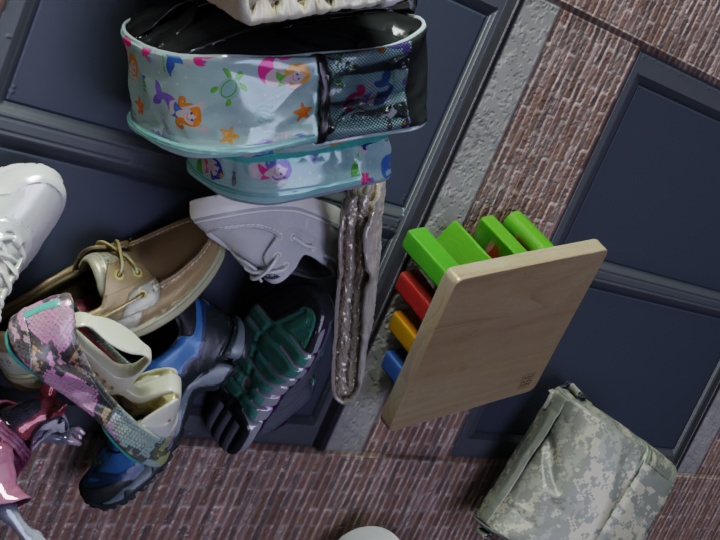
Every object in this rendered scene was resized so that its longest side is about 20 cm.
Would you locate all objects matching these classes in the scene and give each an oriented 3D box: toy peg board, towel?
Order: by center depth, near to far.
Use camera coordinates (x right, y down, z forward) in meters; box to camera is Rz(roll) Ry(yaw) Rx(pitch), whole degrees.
[{"bbox_3d":[0.000,0.000,1.095,0.034,0.133,0.200,7,120,4],"label":"towel"},{"bbox_3d":[0.110,0.038,1.245,0.200,0.098,0.199,-10,137,-36],"label":"toy peg board"}]

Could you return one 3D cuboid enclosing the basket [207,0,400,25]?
[{"bbox_3d":[-0.069,-0.254,0.826,0.123,0.200,0.136,-20,127,-23],"label":"basket"}]

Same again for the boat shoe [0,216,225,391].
[{"bbox_3d":[-0.194,0.015,0.965,0.200,0.074,0.066,-37,139,-18],"label":"boat shoe"}]

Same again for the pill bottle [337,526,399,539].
[{"bbox_3d":[0.036,0.363,1.341,0.120,0.120,0.200,-40,135,-14],"label":"pill bottle"}]

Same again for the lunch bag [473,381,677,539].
[{"bbox_3d":[0.239,0.248,1.434,0.168,0.139,0.200,35,87,-30],"label":"lunch bag"}]

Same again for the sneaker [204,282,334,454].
[{"bbox_3d":[-0.065,0.077,1.103,0.087,0.074,0.200,-14,149,-47],"label":"sneaker"}]

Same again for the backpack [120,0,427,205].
[{"bbox_3d":[-0.071,-0.134,0.909,0.200,0.177,0.151,-9,116,-32],"label":"backpack"}]

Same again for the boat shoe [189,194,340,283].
[{"bbox_3d":[-0.071,-0.024,1.011,0.200,0.072,0.069,15,68,-71],"label":"boat shoe"}]

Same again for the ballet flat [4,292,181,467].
[{"bbox_3d":[-0.179,0.083,0.932,0.071,0.069,0.200,-26,135,11],"label":"ballet flat"}]

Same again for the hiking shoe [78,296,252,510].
[{"bbox_3d":[-0.182,0.103,1.045,0.087,0.074,0.200,39,83,-29],"label":"hiking shoe"}]

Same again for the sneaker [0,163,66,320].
[{"bbox_3d":[-0.271,0.014,0.879,0.200,0.099,0.078,-50,136,-5],"label":"sneaker"}]

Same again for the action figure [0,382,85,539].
[{"bbox_3d":[-0.295,0.150,0.946,0.149,0.134,0.200,35,101,-20],"label":"action figure"}]
